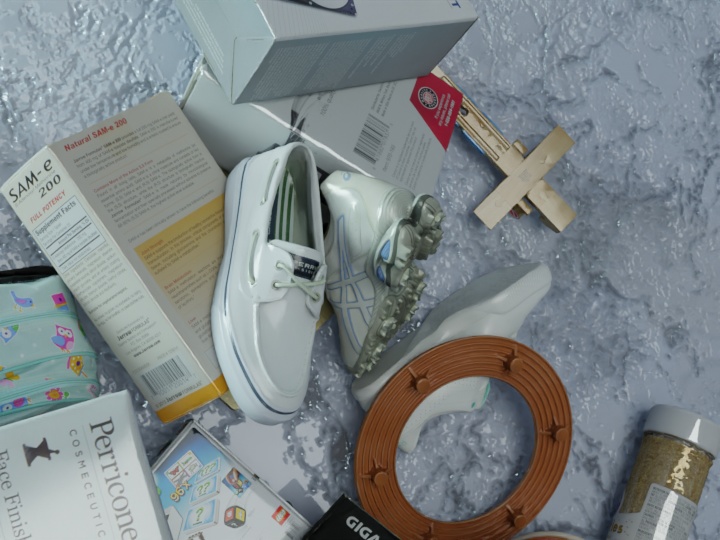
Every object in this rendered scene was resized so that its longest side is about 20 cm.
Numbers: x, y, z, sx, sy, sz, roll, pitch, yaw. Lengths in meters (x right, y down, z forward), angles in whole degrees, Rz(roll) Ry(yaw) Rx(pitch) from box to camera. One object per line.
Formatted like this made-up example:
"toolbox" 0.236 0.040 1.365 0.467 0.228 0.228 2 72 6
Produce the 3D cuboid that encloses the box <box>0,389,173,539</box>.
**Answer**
"box" -0.174 0.195 0.597 0.130 0.200 0.200 -16 79 -18

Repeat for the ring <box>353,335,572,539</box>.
"ring" 0.090 0.151 0.824 0.199 0.019 0.201 -5 105 -19

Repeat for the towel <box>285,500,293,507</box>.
"towel" -0.142 0.275 0.754 0.199 0.035 0.194 2 83 -19

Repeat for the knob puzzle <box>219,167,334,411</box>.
"knob puzzle" -0.109 -0.019 0.802 0.219 0.030 0.221 2 84 -19

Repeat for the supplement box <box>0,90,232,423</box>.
"supplement box" -0.139 -0.012 0.711 0.200 0.073 0.126 57 40 -6

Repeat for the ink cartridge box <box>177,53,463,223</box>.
"ink cartridge box" -0.032 -0.126 0.792 0.199 0.083 0.146 31 51 -13

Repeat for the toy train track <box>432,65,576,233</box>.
"toy train track" 0.114 -0.112 0.896 0.115 0.033 0.200 -44 93 -12

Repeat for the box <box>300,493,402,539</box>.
"box" 0.012 0.280 0.700 0.200 0.049 0.160 34 61 24

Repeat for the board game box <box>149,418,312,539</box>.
"board game box" -0.145 0.226 0.730 0.126 0.035 0.200 44 69 -8

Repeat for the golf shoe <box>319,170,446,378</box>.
"golf shoe" 0.000 0.000 0.771 0.097 0.200 0.078 31 49 14

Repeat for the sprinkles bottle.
"sprinkles bottle" 0.260 0.222 0.886 0.068 0.068 0.201 28 75 -15

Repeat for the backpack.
"backpack" -0.280 0.073 0.671 0.199 0.167 0.127 -16 83 -36

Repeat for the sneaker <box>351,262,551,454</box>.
"sneaker" 0.091 0.073 0.848 0.200 0.075 0.089 -37 101 -10

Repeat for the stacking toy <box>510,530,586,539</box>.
"stacking toy" 0.144 0.255 0.756 0.145 0.200 0.147 -5 63 9

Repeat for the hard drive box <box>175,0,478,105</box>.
"hard drive box" -0.035 -0.217 0.738 0.199 0.077 0.156 -18 73 -40

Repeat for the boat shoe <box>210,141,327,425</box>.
"boat shoe" -0.057 0.001 0.680 0.073 0.067 0.201 14 59 -43
